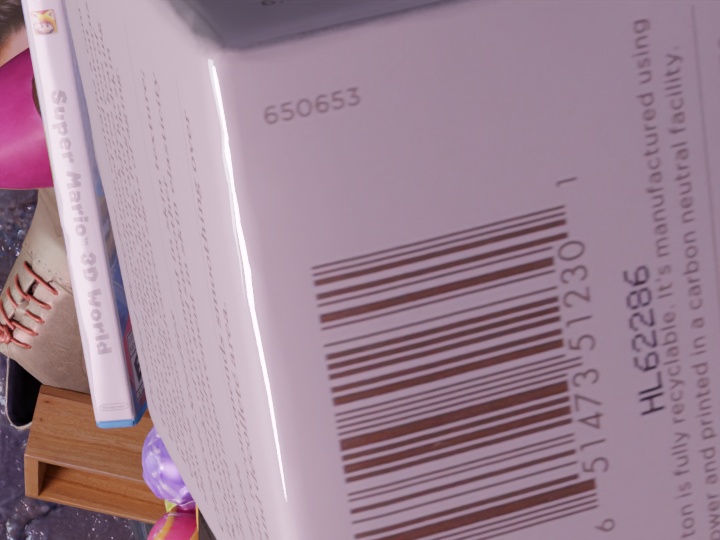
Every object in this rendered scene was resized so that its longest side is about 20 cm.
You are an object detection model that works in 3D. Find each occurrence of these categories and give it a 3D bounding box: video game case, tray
[{"bbox_3d":[-0.091,-0.061,0.834,0.143,0.018,0.202,-67,-29,-70],"label":"video game case"},{"bbox_3d":[-0.050,0.098,1.005,0.099,0.198,0.037,117,165,-72],"label":"tray"}]

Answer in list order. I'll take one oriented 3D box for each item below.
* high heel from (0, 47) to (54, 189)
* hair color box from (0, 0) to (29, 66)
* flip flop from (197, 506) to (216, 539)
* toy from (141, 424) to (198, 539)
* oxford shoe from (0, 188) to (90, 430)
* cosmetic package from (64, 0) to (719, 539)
[{"bbox_3d":[-0.092,-0.090,0.952,0.096,0.199,0.068,107,146,-80],"label":"high heel"},{"bbox_3d":[-0.129,-0.070,1.182,0.200,0.099,0.061,53,174,-2],"label":"hair color box"},{"bbox_3d":[-0.023,0.089,0.806,0.200,0.057,0.082,63,-155,-70],"label":"flip flop"},{"bbox_3d":[-0.059,0.109,0.896,0.115,0.047,0.202,-74,-26,-71],"label":"toy"},{"bbox_3d":[-0.147,0.016,1.107,0.070,0.074,0.201,46,150,30],"label":"oxford shoe"},{"bbox_3d":[0.030,-0.019,0.550,0.200,0.165,0.169,-131,29,-64],"label":"cosmetic package"}]
